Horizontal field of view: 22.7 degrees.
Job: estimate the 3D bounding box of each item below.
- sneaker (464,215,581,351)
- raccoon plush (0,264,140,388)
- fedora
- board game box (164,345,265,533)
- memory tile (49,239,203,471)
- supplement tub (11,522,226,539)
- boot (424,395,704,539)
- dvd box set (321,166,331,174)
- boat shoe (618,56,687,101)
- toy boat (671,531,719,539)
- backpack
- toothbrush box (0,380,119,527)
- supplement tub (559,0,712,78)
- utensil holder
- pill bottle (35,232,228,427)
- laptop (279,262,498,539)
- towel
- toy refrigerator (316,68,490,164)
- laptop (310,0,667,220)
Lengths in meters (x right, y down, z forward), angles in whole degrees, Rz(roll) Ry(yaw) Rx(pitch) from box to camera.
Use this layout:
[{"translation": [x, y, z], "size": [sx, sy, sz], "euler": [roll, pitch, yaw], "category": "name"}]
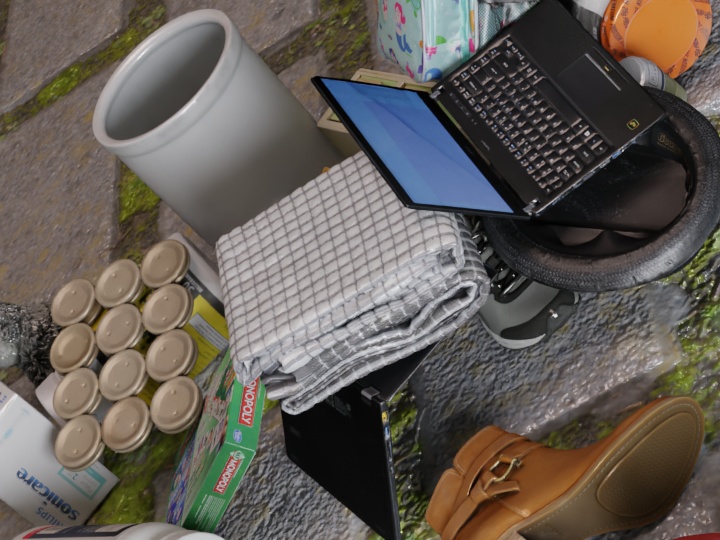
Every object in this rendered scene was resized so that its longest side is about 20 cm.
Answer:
[{"translation": [0.105, 0.000, 1.453], "size": [0.074, 0.079, 0.200], "euler": [-44, 35, -4], "category": "sneaker"}, {"translation": [-0.313, 0.033, 1.796], "size": [0.200, 0.134, 0.097], "euler": [-51, 34, -11], "category": "raccoon plush"}, {"translation": [0.196, -0.048, 1.385], "size": [0.200, 0.092, 0.202], "euler": [-14, 55, 21], "category": "fedora"}, {"translation": [-0.121, 0.150, 1.473], "size": [0.135, 0.029, 0.200], "euler": [-83, 15, -44], "category": "board game box"}, {"translation": [-0.209, 0.074, 1.581], "size": [0.153, 0.017, 0.201], "euler": [-23, 52, 18], "category": "memory tile"}, {"translation": [-0.193, 0.270, 1.413], "size": [0.199, 0.140, 0.141], "euler": [-8, 47, 41], "category": "supplement tub"}, {"translation": [0.137, 0.142, 1.275], "size": [0.200, 0.074, 0.155], "euler": [-44, 30, -5], "category": "boot"}, {"translation": [0.000, 0.000, 1.535], "size": [0.200, 0.029, 0.147], "euler": [26, 100, 61], "category": "dvd box set"}, {"translation": [0.187, -0.093, 1.480], "size": [0.200, 0.062, 0.072], "euler": [-43, 38, 33], "category": "boat shoe"}, {"translation": [0.268, 0.197, 1.060], "size": [0.199, 0.131, 0.131], "euler": [-14, 15, 36], "category": "toy boat"}, {"translation": [0.093, -0.251, 1.524], "size": [0.178, 0.150, 0.201], "euler": [-131, 44, -62], "category": "backpack"}, {"translation": [-0.339, 0.157, 1.680], "size": [0.085, 0.146, 0.200], "euler": [-50, 34, -10], "category": "toothbrush box"}, {"translation": [0.217, -0.243, 1.560], "size": [0.122, 0.123, 0.200], "euler": [-41, 33, 4], "category": "supplement tub"}, {"translation": [-0.131, -0.120, 1.716], "size": [0.169, 0.200, 0.170], "euler": [-26, 37, 22], "category": "utensil holder"}, {"translation": [-0.203, 0.071, 1.665], "size": [0.200, 0.111, 0.111], "euler": [-45, 34, -1], "category": "pill bottle"}, {"translation": [0.020, 0.080, 1.427], "size": [0.115, 0.201, 0.187], "euler": [-17, 25, -24], "category": "laptop"}, {"translation": [-0.007, 0.005, 1.368], "size": [0.199, 0.086, 0.166], "euler": [-32, 37, 12], "category": "towel"}, {"translation": [0.051, -0.132, 1.659], "size": [0.076, 0.070, 0.200], "euler": [-53, 34, -14], "category": "toy refrigerator"}, {"translation": [0.095, -0.132, 1.365], "size": [0.200, 0.103, 0.177], "euler": [-37, 48, 3], "category": "laptop"}]
